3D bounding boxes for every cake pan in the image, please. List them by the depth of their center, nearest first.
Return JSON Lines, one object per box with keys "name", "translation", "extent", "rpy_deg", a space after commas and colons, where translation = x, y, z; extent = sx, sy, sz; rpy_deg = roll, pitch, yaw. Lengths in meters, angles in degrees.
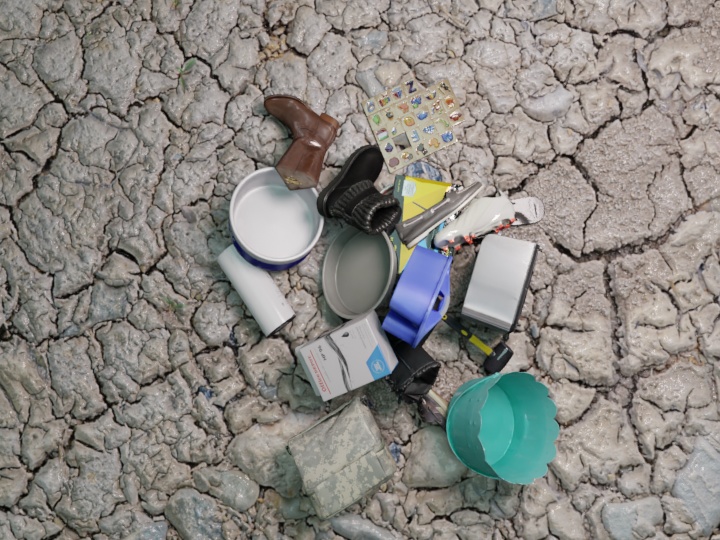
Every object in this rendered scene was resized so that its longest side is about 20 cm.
{"name": "cake pan", "translation": [0.000, 0.000, 1.289], "extent": [0.196, 0.036, 0.207], "rpy_deg": [-12, 72, 40]}

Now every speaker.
{"name": "speaker", "translation": [-0.222, 0.036, 1.332], "extent": [0.080, 0.081, 0.202], "rpy_deg": [-35, 86, 2]}

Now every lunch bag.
{"name": "lunch bag", "translation": [-0.037, 0.373, 1.270], "extent": [0.197, 0.139, 0.171], "rpy_deg": [-31, 86, 1]}

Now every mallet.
{"name": "mallet", "translation": [0.236, 0.132, 1.276], "extent": [0.066, 0.041, 0.200], "rpy_deg": [-43, 109, 6]}

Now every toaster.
{"name": "toaster", "translation": [0.275, 0.034, 1.247], "extent": [0.115, 0.181, 0.206], "rpy_deg": [16, 89, 10]}

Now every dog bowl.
{"name": "dog bowl", "translation": [-0.177, -0.106, 1.302], "extent": [0.194, 0.079, 0.207], "rpy_deg": [4, 73, -15]}

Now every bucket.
{"name": "bucket", "translation": [0.272, 0.303, 1.219], "extent": [0.201, 0.134, 0.214], "rpy_deg": [5, 79, -25]}

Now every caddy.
{"name": "caddy", "translation": [0.120, 0.050, 1.189], "extent": [0.103, 0.143, 0.202], "rpy_deg": [24, 49, 6]}

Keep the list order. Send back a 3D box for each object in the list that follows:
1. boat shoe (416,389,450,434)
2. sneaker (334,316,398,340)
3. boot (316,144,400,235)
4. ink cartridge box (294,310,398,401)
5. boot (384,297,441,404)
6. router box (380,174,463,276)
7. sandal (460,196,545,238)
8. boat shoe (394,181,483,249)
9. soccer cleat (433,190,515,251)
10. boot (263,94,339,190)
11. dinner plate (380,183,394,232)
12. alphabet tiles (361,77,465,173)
{"name": "boat shoe", "translation": [0.150, 0.290, 1.296], "extent": [0.199, 0.072, 0.065], "rpy_deg": [40, 85, -1]}
{"name": "sneaker", "translation": [-0.002, 0.147, 1.283], "extent": [0.060, 0.197, 0.106], "rpy_deg": [48, 62, -35]}
{"name": "boot", "translation": [0.024, -0.164, 1.270], "extent": [0.155, 0.080, 0.213], "rpy_deg": [18, 60, 38]}
{"name": "ink cartridge box", "translation": [-0.039, 0.176, 1.224], "extent": [0.196, 0.068, 0.118], "rpy_deg": [-26, 92, 20]}
{"name": "boot", "translation": [0.116, 0.158, 1.256], "extent": [0.198, 0.163, 0.073], "rpy_deg": [-46, 120, 5]}
{"name": "router box", "translation": [0.127, -0.085, 1.302], "extent": [0.144, 0.051, 0.207], "rpy_deg": [9, 90, 4]}
{"name": "sandal", "translation": [0.294, -0.119, 1.318], "extent": [0.194, 0.045, 0.078], "rpy_deg": [-12, 87, 4]}
{"name": "boat shoe", "translation": [0.155, -0.124, 1.241], "extent": [0.198, 0.067, 0.058], "rpy_deg": [-38, 90, 5]}
{"name": "soccer cleat", "translation": [0.223, -0.100, 1.256], "extent": [0.195, 0.070, 0.079], "rpy_deg": [-21, 74, -21]}
{"name": "boot", "translation": [-0.150, -0.267, 1.305], "extent": [0.181, 0.065, 0.204], "rpy_deg": [18, 58, 3]}
{"name": "dinner plate", "translation": [0.103, -0.088, 1.342], "extent": [0.193, 0.024, 0.207], "rpy_deg": [0, 87, 5]}
{"name": "alphabet tiles", "translation": [0.121, -0.332, 1.362], "extent": [0.195, 0.008, 0.171], "rpy_deg": [-24, 85, 2]}
